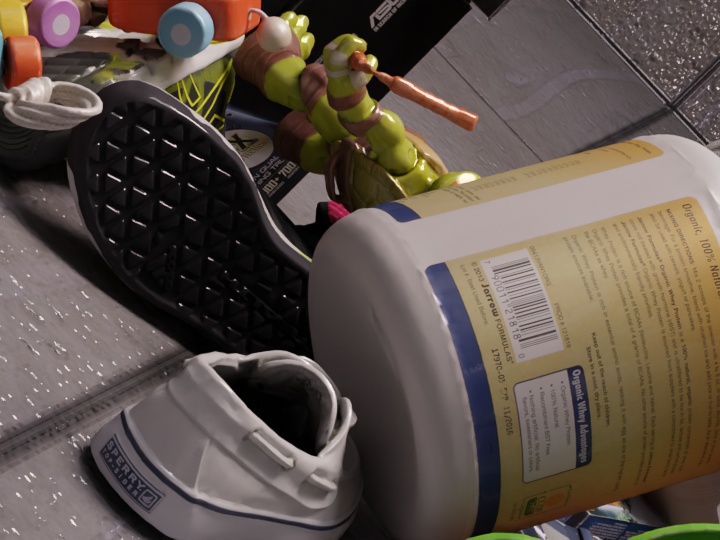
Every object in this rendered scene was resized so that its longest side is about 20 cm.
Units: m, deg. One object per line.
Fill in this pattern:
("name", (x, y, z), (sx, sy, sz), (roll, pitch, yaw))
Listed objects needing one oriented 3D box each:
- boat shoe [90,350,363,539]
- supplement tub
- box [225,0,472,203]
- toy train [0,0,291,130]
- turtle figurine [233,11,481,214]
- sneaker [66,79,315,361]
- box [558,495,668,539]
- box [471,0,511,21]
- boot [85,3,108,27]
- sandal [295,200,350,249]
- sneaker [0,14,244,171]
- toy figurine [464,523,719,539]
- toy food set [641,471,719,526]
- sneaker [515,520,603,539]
("boat shoe", (-0.032, 0.066, 1.130), (0.074, 0.065, 0.200), (48, 12, 12))
("supplement tub", (0.092, 0.025, 1.220), (0.144, 0.199, 0.145), (166, -90, -73))
("box", (-0.061, -0.152, 1.500), (0.086, 0.164, 0.200), (34, 18, -43))
("toy train", (-0.122, -0.112, 1.211), (0.149, 0.056, 0.200), (9, 19, 19))
("turtle figurine", (0.014, -0.044, 1.316), (0.161, 0.064, 0.200), (36, -5, 46))
("sneaker", (-0.069, -0.014, 1.278), (0.200, 0.072, 0.083), (51, 0, -38))
("box", (0.065, 0.067, 1.512), (0.200, 0.038, 0.136), (51, 13, 21))
("box", (0.017, -0.222, 1.455), (0.200, 0.060, 0.117), (45, 12, -6))
("boot", (-0.190, -0.178, 1.381), (0.200, 0.075, 0.107), (43, 7, -10))
("sandal", (0.000, 0.000, 1.373), (0.075, 0.045, 0.200), (51, -12, -26))
("sneaker", (-0.101, -0.068, 1.309), (0.074, 0.085, 0.200), (7, 20, 24))
("toy figurine", (0.103, 0.161, 1.224), (0.199, 0.151, 0.184), (20, 1, -4))
("toy food set", (0.144, 0.067, 1.574), (0.200, 0.060, 0.144), (48, -12, 33))
("sneaker", (0.143, 0.156, 1.379), (0.200, 0.082, 0.070), (42, 13, -18))
